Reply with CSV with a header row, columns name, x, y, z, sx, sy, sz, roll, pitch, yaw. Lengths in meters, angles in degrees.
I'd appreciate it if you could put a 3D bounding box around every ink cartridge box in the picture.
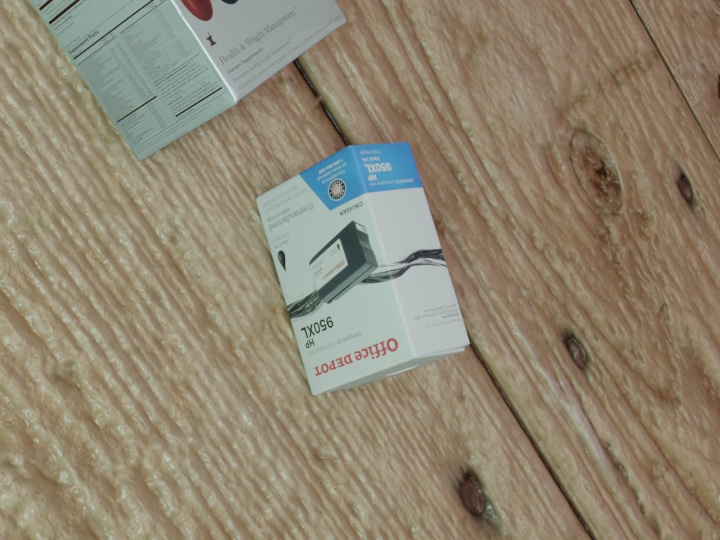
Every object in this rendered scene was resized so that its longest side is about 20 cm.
name,x,y,z,sx,sy,sz,roll,pitch,yaw
ink cartridge box,0.000,0.000,1.139,0.084,0.144,0.201,-9,79,-46

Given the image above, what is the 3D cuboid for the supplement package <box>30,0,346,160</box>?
name,x,y,z,sx,sy,sz,roll,pitch,yaw
supplement package,-0.155,-0.244,1.085,0.200,0.147,0.191,56,43,-13
